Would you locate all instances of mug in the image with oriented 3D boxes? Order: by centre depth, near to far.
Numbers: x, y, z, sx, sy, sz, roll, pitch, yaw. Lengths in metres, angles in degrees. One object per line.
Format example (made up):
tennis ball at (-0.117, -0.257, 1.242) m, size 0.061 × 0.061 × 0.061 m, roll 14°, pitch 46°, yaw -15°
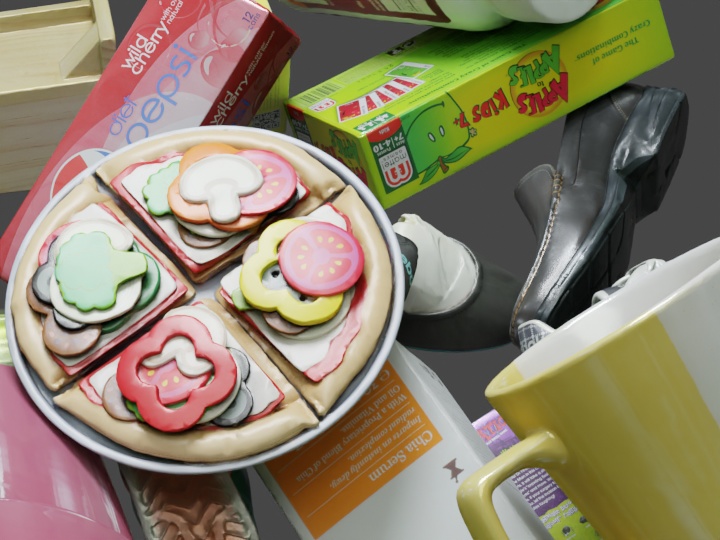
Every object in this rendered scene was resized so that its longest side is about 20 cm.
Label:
mug at (0.146, 0.093, 1.205) m, size 0.186 × 0.149 × 0.154 m, roll -31°, pitch 93°, yaw 5°

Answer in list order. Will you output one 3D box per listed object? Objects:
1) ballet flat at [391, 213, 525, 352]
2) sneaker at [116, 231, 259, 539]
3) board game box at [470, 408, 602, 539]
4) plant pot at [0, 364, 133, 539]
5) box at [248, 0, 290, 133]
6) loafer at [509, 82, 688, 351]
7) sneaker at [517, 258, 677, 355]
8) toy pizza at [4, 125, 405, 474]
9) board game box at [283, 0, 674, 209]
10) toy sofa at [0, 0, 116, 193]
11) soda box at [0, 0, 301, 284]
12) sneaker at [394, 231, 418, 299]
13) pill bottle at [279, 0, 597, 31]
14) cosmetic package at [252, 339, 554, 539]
ballet flat at (0.000, 0.000, 1.370) m, size 0.198 × 0.069 × 0.068 m, roll 8°, pitch 58°, yaw 3°
sneaker at (-0.099, 0.082, 1.278) m, size 0.071 × 0.080 × 0.201 m, roll -14°, pitch 83°, yaw -6°
board game box at (0.138, 0.100, 1.335) m, size 0.199 × 0.032 × 0.120 m, roll -30°, pitch 66°, yaw -19°
plant pot at (-0.187, 0.150, 1.208) m, size 0.198 × 0.201 × 0.180 m, roll -6°, pitch 43°, yaw -6°
box at (-0.094, -0.174, 1.475) m, size 0.050 × 0.075 × 0.201 m, roll -14°, pitch 58°, yaw -13°
loafer at (0.119, -0.030, 1.398) m, size 0.072 × 0.073 × 0.200 m, roll 16°, pitch 49°, yaw 18°
sneaker at (0.180, 0.023, 1.318) m, size 0.199 × 0.076 × 0.081 m, roll -26°, pitch 76°, yaw -19°
toy pizza at (-0.078, 0.007, 1.225) m, size 0.199 × 0.032 × 0.201 m, roll -2°, pitch 58°, yaw 4°
board game box at (0.067, -0.109, 1.424) m, size 0.199 × 0.048 × 0.101 m, roll -28°, pitch 26°, yaw -18°
toy sofa at (-0.232, -0.097, 1.427) m, size 0.199 × 0.098 × 0.083 m, roll -9°, pitch 34°, yaw -7°
soda box at (-0.117, -0.065, 1.360) m, size 0.070 × 0.063 × 0.201 m, roll 31°, pitch 91°, yaw 18°
sneaker at (-0.053, 0.030, 1.323) m, size 0.199 × 0.076 × 0.079 m, roll -18°, pitch 16°, yaw 28°
pill bottle at (0.040, -0.197, 1.423) m, size 0.199 × 0.114 × 0.114 m, roll 11°, pitch 52°, yaw 41°
cosmetic package at (0.041, 0.146, 1.258) m, size 0.101 × 0.071 × 0.200 m, roll -39°, pitch 65°, yaw 5°
